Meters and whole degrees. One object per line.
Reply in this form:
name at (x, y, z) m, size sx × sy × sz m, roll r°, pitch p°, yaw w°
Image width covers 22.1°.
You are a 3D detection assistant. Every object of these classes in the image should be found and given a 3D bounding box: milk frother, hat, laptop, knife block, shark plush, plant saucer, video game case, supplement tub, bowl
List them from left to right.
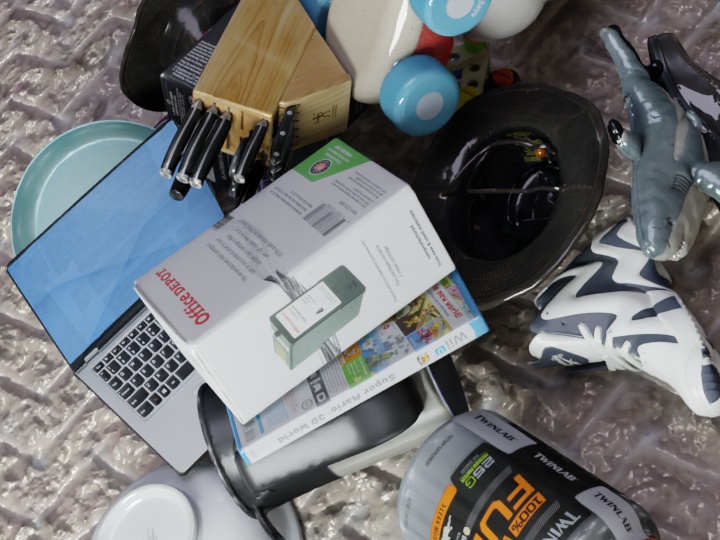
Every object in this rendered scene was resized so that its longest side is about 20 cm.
plant saucer at (-0.223, -0.038, 1.692) m, size 0.199 × 0.027 × 0.201 m, roll 1°, pitch 96°, yaw 8°
bowl at (-0.154, 0.235, 1.508) m, size 0.201 × 0.090 × 0.202 m, roll -15°, pitch 55°, yaw 22°
laptop at (-0.149, 0.023, 1.495) m, size 0.200 × 0.116 × 0.187 m, roll 42°, pitch 70°, yaw 9°
hat at (-0.128, -0.210, 1.710) m, size 0.081 × 0.201 × 0.201 m, roll 38°, pitch 84°, yaw 24°
knife block at (-0.105, -0.139, 1.488) m, size 0.175 × 0.064 × 0.200 m, roll -19°, pitch 58°, yaw -19°
video game case at (-0.011, 0.055, 1.373) m, size 0.200 × 0.018 × 0.143 m, roll -30°, pitch 29°, yaw 3°
milk frother at (-0.002, 0.154, 1.433) m, size 0.188 × 0.200 × 0.181 m, roll -24°, pitch 25°, yaw 12°
hat at (0.126, -0.047, 1.472) m, size 0.200 × 0.081 × 0.201 m, roll -18°, pitch 54°, yaw 25°
supplement tub at (0.132, 0.196, 1.341) m, size 0.200 × 0.123 × 0.123 m, roll 31°, pitch 80°, yaw 40°
shark plush at (0.228, -0.103, 1.417) m, size 0.091 × 0.083 × 0.201 m, roll -23°, pitch 71°, yaw 55°

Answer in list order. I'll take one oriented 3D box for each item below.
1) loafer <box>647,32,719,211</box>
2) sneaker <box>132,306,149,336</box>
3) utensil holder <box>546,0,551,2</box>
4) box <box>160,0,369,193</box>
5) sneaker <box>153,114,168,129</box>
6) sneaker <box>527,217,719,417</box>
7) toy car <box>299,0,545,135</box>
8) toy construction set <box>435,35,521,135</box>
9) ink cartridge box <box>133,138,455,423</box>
loafer at (0.293, -0.118, 1.480) m, size 0.072 × 0.073 × 0.200 m, roll -26°, pitch 61°, yaw 4°
sneaker at (-0.150, 0.067, 1.577) m, size 0.200 × 0.130 × 0.080 m, roll 12°, pitch 79°, yaw 36°
utensil holder at (0.180, -0.327, 1.608) m, size 0.200 × 0.170 × 0.170 m, roll -23°, pitch 53°, yaw 20°
box at (-0.070, -0.171, 1.636) m, size 0.106 × 0.122 × 0.200 m, roll 28°, pitch 56°, yaw 24°
sneaker at (-0.211, -0.066, 1.754) m, size 0.200 × 0.076 × 0.088 m, roll -49°, pitch 16°, yaw 9°
sneaker at (0.196, 0.060, 1.416) m, size 0.129 × 0.079 × 0.199 m, roll -34°, pitch 50°, yaw 10°
toy car at (0.083, -0.221, 1.517) m, size 0.184 × 0.199 × 0.177 m, roll 51°, pitch 134°, yaw 44°
toy construction set at (0.074, -0.125, 1.592) m, size 0.131 × 0.092 × 0.201 m, roll -1°, pitch 66°, yaw 13°
ink cartridge box at (-0.053, 0.004, 1.384) m, size 0.200 × 0.084 × 0.146 m, roll -36°, pitch 30°, yaw -8°
